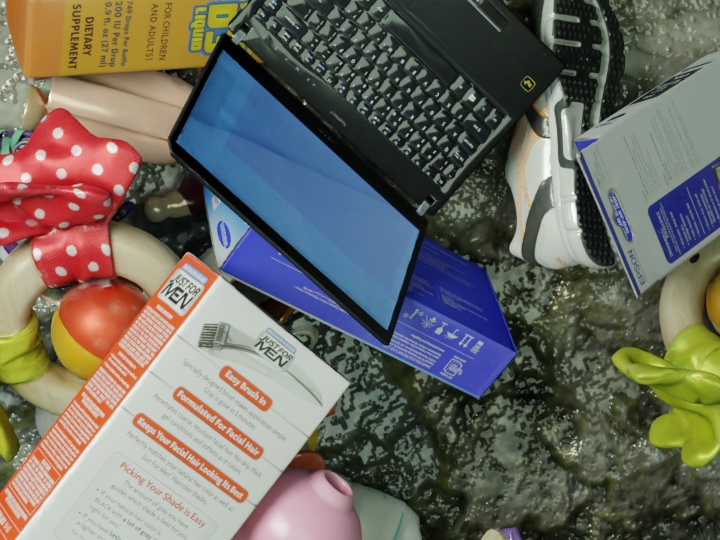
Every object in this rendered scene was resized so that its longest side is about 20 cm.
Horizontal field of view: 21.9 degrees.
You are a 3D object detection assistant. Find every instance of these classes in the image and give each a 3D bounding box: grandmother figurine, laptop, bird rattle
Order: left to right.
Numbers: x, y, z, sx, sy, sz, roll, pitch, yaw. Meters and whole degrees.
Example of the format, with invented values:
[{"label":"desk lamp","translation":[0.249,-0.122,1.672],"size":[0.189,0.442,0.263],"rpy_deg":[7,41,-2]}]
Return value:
[{"label":"bird rattle","translation":[-0.169,0.016,1.093],"size":[0.162,0.113,0.201],"rpy_deg":[27,103,-23]},{"label":"grandmother figurine","translation":[-0.109,-0.089,1.162],"size":[0.199,0.061,0.122],"rpy_deg":[12,91,-9]},{"label":"laptop","translation":[0.009,-0.097,1.079],"size":[0.177,0.103,0.200],"rpy_deg":[42,92,-19]},{"label":"bird rattle","translation":[0.263,0.039,1.183],"size":[0.199,0.113,0.164],"rpy_deg":[-11,59,18]}]

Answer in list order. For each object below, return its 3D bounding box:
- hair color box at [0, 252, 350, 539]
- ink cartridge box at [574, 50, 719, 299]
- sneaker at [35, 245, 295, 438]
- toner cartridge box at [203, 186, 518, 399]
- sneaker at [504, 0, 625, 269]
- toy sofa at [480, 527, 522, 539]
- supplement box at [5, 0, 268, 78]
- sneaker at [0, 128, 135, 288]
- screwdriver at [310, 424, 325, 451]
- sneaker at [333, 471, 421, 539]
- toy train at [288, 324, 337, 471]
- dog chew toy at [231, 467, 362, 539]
[{"label":"hair color box","translation":[-0.112,0.105,1.059],"size":[0.111,0.064,0.200],"rpy_deg":[40,86,-29]},{"label":"ink cartridge box","translation":[0.198,-0.064,1.175],"size":[0.200,0.039,0.100],"rpy_deg":[-31,102,-41]},{"label":"sneaker","translation":[-0.117,0.050,1.155],"size":[0.200,0.085,0.073],"rpy_deg":[-41,119,-3]},{"label":"toner cartridge box","translation":[0.000,0.000,1.142],"size":[0.199,0.095,0.043],"rpy_deg":[27,114,-26]},{"label":"sneaker","translation":[0.123,-0.097,1.194],"size":[0.073,0.080,0.202],"rpy_deg":[10,75,-40]},{"label":"toy sofa","translation":[0.081,0.263,1.188],"size":[0.083,0.098,0.200],"rpy_deg":[17,117,-45]},{"label":"supplement box","translation":[-0.111,-0.166,1.125],"size":[0.199,0.069,0.067],"rpy_deg":[-8,138,-20]},{"label":"sneaker","translation":[-0.233,-0.074,1.122],"size":[0.199,0.075,0.088],"rpy_deg":[32,132,-18]},{"label":"screwdriver","translation":[-0.073,0.188,1.212],"size":[0.029,0.028,0.201],"rpy_deg":[23,89,18]},{"label":"sneaker","translation":[-0.016,0.236,1.203],"size":[0.080,0.070,0.202],"rpy_deg":[19,94,-19]},{"label":"toy train","translation":[-0.096,0.120,1.140],"size":[0.199,0.150,0.056],"rpy_deg":[-29,63,-8]},{"label":"dog chew toy","translation":[-0.073,0.201,1.123],"size":[0.124,0.125,0.200],"rpy_deg":[36,105,-11]}]
